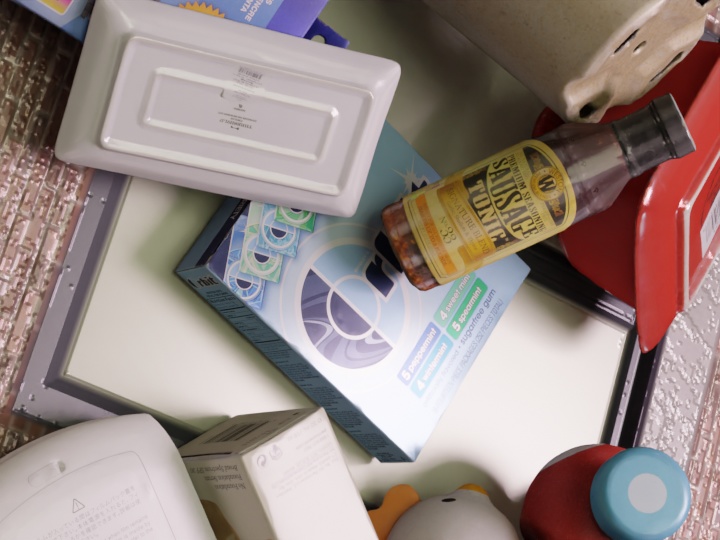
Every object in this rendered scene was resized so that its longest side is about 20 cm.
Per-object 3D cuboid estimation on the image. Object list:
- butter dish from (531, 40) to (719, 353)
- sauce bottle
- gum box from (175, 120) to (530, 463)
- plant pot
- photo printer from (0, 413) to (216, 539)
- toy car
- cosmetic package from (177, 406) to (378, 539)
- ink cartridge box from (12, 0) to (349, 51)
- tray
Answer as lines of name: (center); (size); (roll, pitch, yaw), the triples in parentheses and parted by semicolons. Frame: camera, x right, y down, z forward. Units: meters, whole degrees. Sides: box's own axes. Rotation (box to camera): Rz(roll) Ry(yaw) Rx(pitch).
butter dish: (0.191, -0.078, 1.297); (0.200, 0.148, 0.200); (-58, 155, -25)
sauce bottle: (0.113, -0.054, 1.165); (0.200, 0.066, 0.066); (-27, 103, 10)
gum box: (0.000, 0.000, 1.215); (0.200, 0.045, 0.170); (44, 63, -22)
plant pot: (0.127, -0.202, 1.186); (0.200, 0.201, 0.184); (-28, 68, -32)
photo printer: (-0.156, 0.194, 1.077); (0.166, 0.069, 0.200); (-28, 100, -33)
toy car: (0.090, 0.183, 1.210); (0.200, 0.184, 0.177); (17, 74, -2)
cosmetic package: (-0.038, 0.190, 1.134); (0.071, 0.105, 0.200); (-28, 99, -36)
ink cartridge box: (-0.102, -0.176, 1.119); (0.200, 0.076, 0.137); (31, 97, -29)
tray: (-0.075, -0.095, 1.107); (0.200, 0.022, 0.108); (11, 107, -25)
